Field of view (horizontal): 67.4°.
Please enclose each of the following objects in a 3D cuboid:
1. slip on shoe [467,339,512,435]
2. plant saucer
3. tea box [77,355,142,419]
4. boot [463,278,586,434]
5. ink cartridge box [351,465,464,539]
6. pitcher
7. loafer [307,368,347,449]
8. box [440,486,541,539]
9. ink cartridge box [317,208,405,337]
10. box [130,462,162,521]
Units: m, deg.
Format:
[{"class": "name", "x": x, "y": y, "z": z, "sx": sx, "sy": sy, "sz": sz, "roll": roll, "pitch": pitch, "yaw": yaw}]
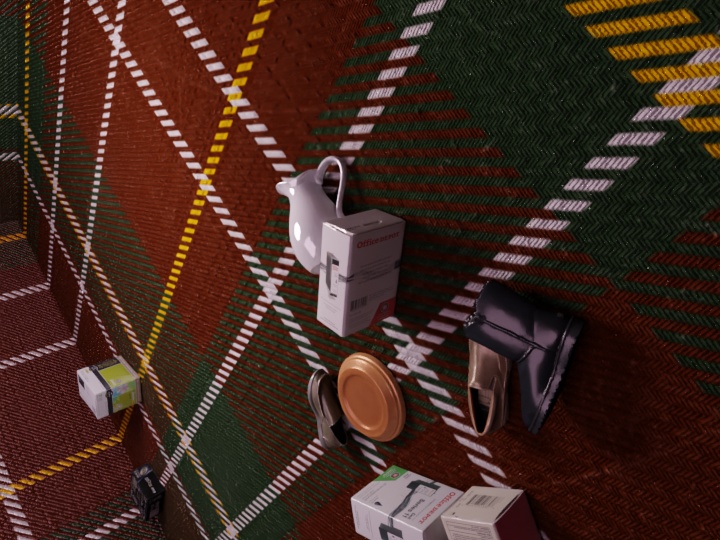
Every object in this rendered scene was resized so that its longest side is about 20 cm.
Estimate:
[{"class": "slip on shoe", "x": 0.211, "y": 0.182, "z": 0.918, "sx": 0.075, "sy": 0.060, "sz": 0.205, "roll": 12, "pitch": 113, "yaw": 44}, {"class": "plant saucer", "x": 0.015, "y": 0.283, "z": 1.186, "sx": 0.198, "sy": 0.037, "sz": 0.205, "roll": 20, "pitch": 118, "yaw": 42}, {"class": "tea box", "x": -1.071, "y": 0.494, "z": 2.310, "sx": 0.198, "sy": 0.195, "sz": 0.136, "roll": 29, "pitch": 123, "yaw": 37}, {"class": "boot", "x": 0.239, "y": 0.131, "z": 0.846, "sx": 0.166, "sy": 0.076, "sz": 0.204, "roll": 24, "pitch": 115, "yaw": 30}, {"class": "ink cartridge box", "x": 0.100, "y": 0.489, "z": 1.090, "sx": 0.197, "sy": 0.145, "sz": 0.085, "roll": 2, "pitch": 105, "yaw": 45}, {"class": "pitcher", "x": -0.076, "y": -0.113, "z": 1.090, "sx": 0.170, "sy": 0.120, "sz": 0.204, "roll": -30, "pitch": 71, "yaw": 33}, {"class": "loafer", "x": -0.069, "y": 0.327, "z": 1.276, "sx": 0.068, "sy": 0.075, "sz": 0.204, "roll": -2, "pitch": 108, "yaw": 35}, {"class": "box", "x": 0.249, "y": 0.508, "z": 0.962, "sx": 0.127, "sy": 0.108, "sz": 0.204, "roll": -20, "pitch": 90, "yaw": 49}, {"class": "ink cartridge box", "x": 0.000, "y": 0.000, "z": 1.015, "sx": 0.082, "sy": 0.145, "sz": 0.204, "roll": 27, "pitch": 122, "yaw": 39}, {"class": "box", "x": -0.990, "y": 1.026, "z": 2.503, "sx": 0.163, "sy": 0.085, "sz": 0.203, "roll": 42, "pitch": 131, "yaw": 28}]
